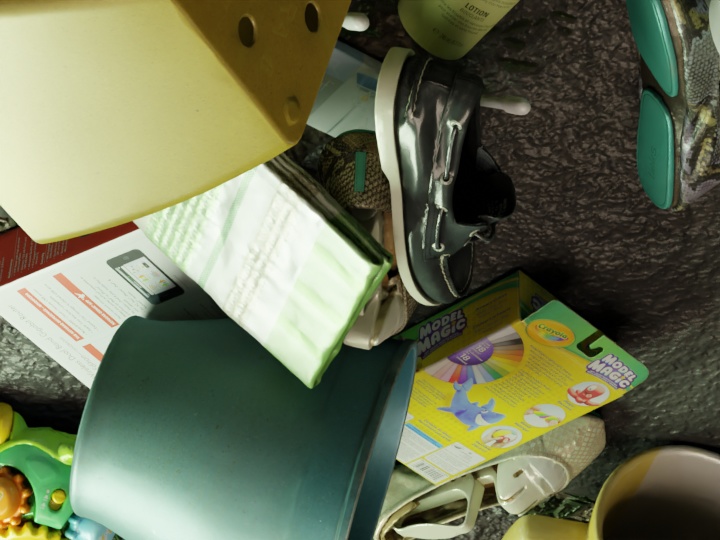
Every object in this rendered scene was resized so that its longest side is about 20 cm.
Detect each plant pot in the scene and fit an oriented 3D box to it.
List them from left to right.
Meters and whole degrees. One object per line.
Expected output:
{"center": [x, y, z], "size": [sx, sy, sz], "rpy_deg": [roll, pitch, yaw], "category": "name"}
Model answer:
{"center": [-0.115, -0.151, 1.253], "size": [0.175, 0.201, 0.200], "rpy_deg": [-2, 145, 33], "category": "plant pot"}
{"center": [-0.079, 0.116, 1.568], "size": [0.187, 0.201, 0.201], "rpy_deg": [16, 142, 7], "category": "plant pot"}

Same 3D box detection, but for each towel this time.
{"center": [-0.074, -0.037, 1.441], "size": [0.200, 0.031, 0.149], "rpy_deg": [43, 146, 9], "category": "towel"}

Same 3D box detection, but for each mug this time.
{"center": [0.209, 0.218, 1.816], "size": [0.186, 0.150, 0.153], "rpy_deg": [37, 150, 8], "category": "mug"}

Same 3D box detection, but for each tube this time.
{"center": [0.096, -0.195, 1.350], "size": [0.058, 0.052, 0.200], "rpy_deg": [-22, 163, -51], "category": "tube"}

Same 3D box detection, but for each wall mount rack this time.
{"center": [0.000, -0.100, 1.449], "size": [0.199, 0.075, 0.174], "rpy_deg": [24, 137, -27], "category": "wall mount rack"}

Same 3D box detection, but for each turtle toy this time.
{"center": [-0.248, 0.186, 1.800], "size": [0.145, 0.102, 0.200], "rpy_deg": [18, 139, -20], "category": "turtle toy"}

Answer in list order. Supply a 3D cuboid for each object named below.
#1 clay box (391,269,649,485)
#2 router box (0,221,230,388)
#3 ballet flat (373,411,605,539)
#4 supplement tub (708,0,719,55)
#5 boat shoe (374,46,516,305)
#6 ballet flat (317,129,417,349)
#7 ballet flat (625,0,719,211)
{"center": [0.090, 0.071, 1.686], "size": [0.199, 0.048, 0.115], "rpy_deg": [-29, 132, 32], "category": "clay box"}
{"center": [-0.123, 0.022, 1.630], "size": [0.179, 0.049, 0.200], "rpy_deg": [-20, 137, 25], "category": "router box"}
{"center": [0.094, 0.159, 1.786], "size": [0.199, 0.063, 0.067], "rpy_deg": [-21, 137, 26], "category": "ballet flat"}
{"center": [0.282, -0.179, 1.282], "size": [0.144, 0.146, 0.200], "rpy_deg": [14, 140, -16], "category": "supplement tub"}
{"center": [0.056, -0.047, 1.398], "size": [0.066, 0.075, 0.200], "rpy_deg": [7, 138, 17], "category": "boat shoe"}
{"center": [0.000, 0.000, 1.469], "size": [0.067, 0.076, 0.201], "rpy_deg": [1, 146, 3], "category": "ballet flat"}
{"center": [0.194, -0.119, 1.439], "size": [0.071, 0.072, 0.201], "rpy_deg": [-3, 142, 6], "category": "ballet flat"}
